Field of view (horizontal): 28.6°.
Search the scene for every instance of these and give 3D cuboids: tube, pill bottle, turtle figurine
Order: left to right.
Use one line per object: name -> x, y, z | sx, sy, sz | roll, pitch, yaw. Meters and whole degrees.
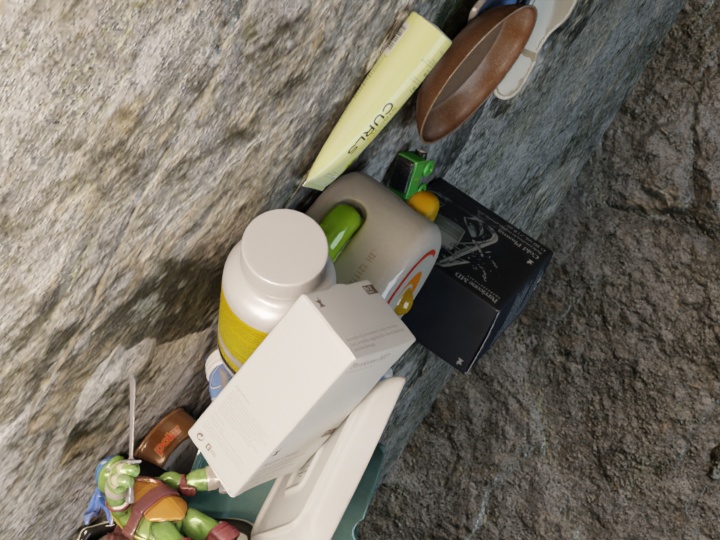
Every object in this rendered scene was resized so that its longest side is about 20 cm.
turtle figurine -> -0.162, 0.204, 1.320 | 0.200, 0.194, 0.144 | -47, 156, -5
pill bottle -> -0.081, 0.028, 1.364 | 0.112, 0.111, 0.201 | -49, 166, -28
tube -> 0.013, -0.160, 1.392 | 0.058, 0.052, 0.201 | 33, 98, -38

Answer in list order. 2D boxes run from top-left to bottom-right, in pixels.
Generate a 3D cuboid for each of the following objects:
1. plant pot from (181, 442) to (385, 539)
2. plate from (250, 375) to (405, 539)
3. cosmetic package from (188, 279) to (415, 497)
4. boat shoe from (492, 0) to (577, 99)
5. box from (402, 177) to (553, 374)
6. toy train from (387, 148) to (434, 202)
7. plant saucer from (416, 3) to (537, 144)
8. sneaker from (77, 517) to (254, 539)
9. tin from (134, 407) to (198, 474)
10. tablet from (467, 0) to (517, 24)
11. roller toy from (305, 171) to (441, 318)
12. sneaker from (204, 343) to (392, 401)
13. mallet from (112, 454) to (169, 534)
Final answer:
plant pot -> -0.084, 0.234, 1.579 | 0.200, 0.194, 0.203 | 20, 90, -88
plate -> -0.044, 0.199, 1.378 | 0.202, 0.032, 0.199 | -62, -168, -26
cosmetic package -> -0.055, 0.106, 1.293 | 0.200, 0.081, 0.112 | -49, 161, 30
boat shoe -> 0.204, -0.312, 1.743 | 0.072, 0.063, 0.202 | 21, 103, -42
box -> 0.123, 0.003, 1.904 | 0.196, 0.199, 0.125 | -41, 161, -51
toy train -> 0.040, -0.055, 1.731 | 0.056, 0.041, 0.202 | -19, 131, -58
plant saucer -> 0.125, -0.234, 1.622 | 0.200, 0.037, 0.201 | -46, 168, -13
sneaker -> -0.200, 0.291, 1.462 | 0.088, 0.197, 0.077 | 64, 21, -64
tin -> -0.219, 0.228, 1.544 | 0.112, 0.042, 0.201 | -43, 164, -32
tablet -> 0.183, -0.345, 1.647 | 0.201, 0.014, 0.130 | -52, 168, -14
roller toy -> 0.000, 0.000, 1.543 | 0.200, 0.139, 0.184 | -39, 160, -56
sneaker -> -0.064, 0.121, 1.474 | 0.076, 0.197, 0.078 | 89, -1, -54
mallet -> -0.239, 0.285, 1.399 | 0.041, 0.065, 0.203 | 89, 16, -68
